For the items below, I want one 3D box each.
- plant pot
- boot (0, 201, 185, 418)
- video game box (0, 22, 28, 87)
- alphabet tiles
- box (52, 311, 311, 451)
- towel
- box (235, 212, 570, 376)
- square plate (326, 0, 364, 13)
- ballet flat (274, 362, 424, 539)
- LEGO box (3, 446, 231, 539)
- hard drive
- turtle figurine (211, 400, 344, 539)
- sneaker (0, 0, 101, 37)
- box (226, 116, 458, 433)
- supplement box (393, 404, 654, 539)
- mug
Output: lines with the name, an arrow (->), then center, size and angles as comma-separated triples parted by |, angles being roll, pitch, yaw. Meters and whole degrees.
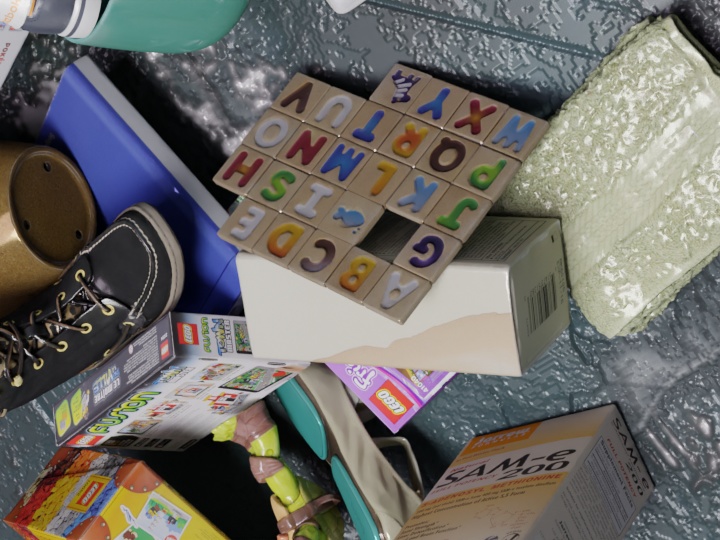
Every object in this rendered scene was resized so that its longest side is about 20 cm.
plant pot -> -0.297, -0.024, 1.584 | 0.200, 0.186, 0.187 | -16, 104, 33
boot -> -0.214, 0.038, 1.484 | 0.073, 0.151, 0.200 | 56, 142, 6
video game box -> -0.289, -0.219, 1.510 | 0.182, 0.047, 0.200 | -56, 48, 40
alphabet tiles -> 0.001, -0.065, 1.413 | 0.200, 0.167, 0.008 | 25, 160, 36
box -> -0.132, 0.084, 1.560 | 0.200, 0.110, 0.035 | -35, 56, 50
towel -> 0.179, -0.058, 1.386 | 0.148, 0.036, 0.200 | 47, 127, 4
box -> 0.028, 0.012, 1.423 | 0.200, 0.095, 0.078 | 3, 113, 28
square plate -> -0.004, -0.290, 1.385 | 0.200, 0.028, 0.198 | -31, 96, 36
ballet flat -> -0.003, 0.123, 1.552 | 0.069, 0.069, 0.200 | -52, 57, 36
LEGO box -> -0.148, 0.225, 1.609 | 0.200, 0.077, 0.149 | 45, 159, -23
hard drive -> -0.156, -0.044, 1.555 | 0.200, 0.025, 0.132 | 48, 146, 9
turtle figurine -> -0.047, 0.174, 1.564 | 0.064, 0.200, 0.161 | -31, 85, 5
sneaker -> -0.213, -0.247, 1.374 | 0.078, 0.079, 0.200 | -41, 51, 55
box -> 0.000, 0.000, 1.514 | 0.200, 0.039, 0.137 | 46, 126, 3
supplement box -> 0.100, 0.178, 1.442 | 0.126, 0.200, 0.074 | -17, 107, 33
mug -> -0.137, -0.223, 1.431 | 0.185, 0.114, 0.152 | 33, 117, 58
